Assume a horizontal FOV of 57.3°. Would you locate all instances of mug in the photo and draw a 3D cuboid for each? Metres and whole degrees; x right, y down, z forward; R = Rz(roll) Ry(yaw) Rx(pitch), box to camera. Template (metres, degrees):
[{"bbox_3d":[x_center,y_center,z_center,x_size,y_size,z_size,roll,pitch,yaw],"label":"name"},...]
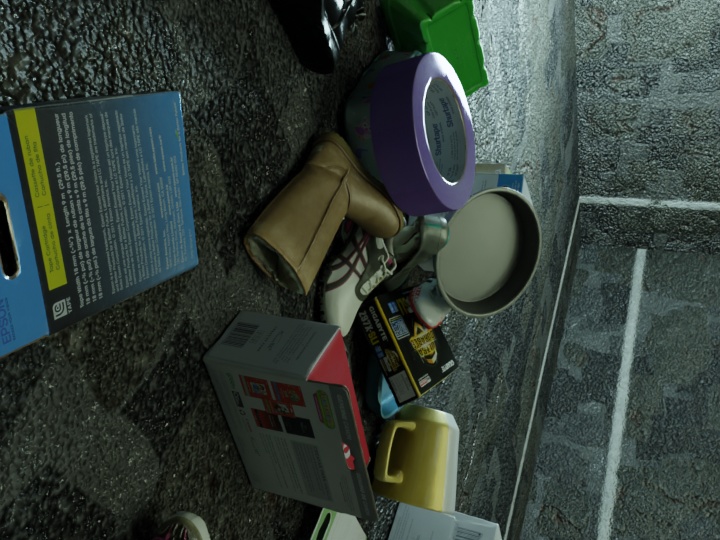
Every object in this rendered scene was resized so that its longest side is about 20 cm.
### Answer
[{"bbox_3d":[0.102,0.310,1.102,0.187,0.145,0.158,79,25,-75],"label":"mug"}]

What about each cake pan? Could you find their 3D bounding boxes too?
[{"bbox_3d":[0.191,-0.029,1.015,0.195,0.037,0.207,-8,109,-23],"label":"cake pan"}]

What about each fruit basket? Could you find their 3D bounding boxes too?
[{"bbox_3d":[0.117,-0.391,1.057,0.220,0.153,0.216,61,-2,4],"label":"fruit basket"}]

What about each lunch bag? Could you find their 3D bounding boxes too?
[{"bbox_3d":[0.050,-0.219,0.977,0.202,0.075,0.163,-61,146,-40],"label":"lunch bag"}]

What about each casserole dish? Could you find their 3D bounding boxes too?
[{"bbox_3d":[0.056,0.174,1.122,0.199,0.038,0.125,-14,107,-65],"label":"casserole dish"}]

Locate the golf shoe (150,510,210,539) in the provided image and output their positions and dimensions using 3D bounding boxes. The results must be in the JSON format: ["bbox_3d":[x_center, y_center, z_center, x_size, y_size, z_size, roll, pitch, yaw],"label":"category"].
[{"bbox_3d":[-0.162,0.305,0.651,0.092,0.070,0.205,-54,151,-57],"label":"golf shoe"}]

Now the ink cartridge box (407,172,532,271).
[{"bbox_3d":[0.196,-0.079,1.183,0.144,0.194,0.152,39,61,-63],"label":"ink cartridge box"}]

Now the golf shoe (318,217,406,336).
[{"bbox_3d":[0.000,0.000,0.910,0.077,0.086,0.206,45,56,-60],"label":"golf shoe"}]

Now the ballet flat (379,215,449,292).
[{"bbox_3d":[0.059,-0.028,0.989,0.062,0.200,0.069,9,62,-26],"label":"ballet flat"}]

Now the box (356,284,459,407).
[{"bbox_3d":[0.080,0.114,1.064,0.163,0.049,0.199,64,25,8],"label":"box"}]

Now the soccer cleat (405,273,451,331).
[{"bbox_3d":[0.131,0.036,1.077,0.069,0.085,0.200,51,22,2],"label":"soccer cleat"}]

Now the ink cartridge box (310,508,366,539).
[{"bbox_3d":[-0.053,0.398,0.925,0.203,0.047,0.148,70,35,-43],"label":"ink cartridge box"}]

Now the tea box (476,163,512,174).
[{"bbox_3d":[0.248,-0.095,1.367,0.196,0.130,0.207,28,70,-64],"label":"tea box"}]

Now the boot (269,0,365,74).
[{"bbox_3d":[-0.041,-0.351,0.761,0.199,0.071,0.166,65,41,-59],"label":"boot"}]

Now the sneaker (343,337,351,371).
[{"bbox_3d":[-0.044,0.174,0.888,0.079,0.073,0.206,-46,143,-70],"label":"sneaker"}]

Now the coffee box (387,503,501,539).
[{"bbox_3d":[0.154,0.585,1.235,0.202,0.195,0.201,-63,148,-36],"label":"coffee box"}]

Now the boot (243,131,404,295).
[{"bbox_3d":[-0.038,-0.047,0.805,0.175,0.065,0.203,44,48,-20],"label":"boot"}]

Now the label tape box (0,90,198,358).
[{"bbox_3d":[-0.208,-0.046,0.475,0.199,0.062,0.149,-34,126,-59],"label":"label tape box"}]

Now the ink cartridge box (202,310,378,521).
[{"bbox_3d":[-0.056,0.159,0.719,0.084,0.171,0.205,-53,141,-46],"label":"ink cartridge box"}]

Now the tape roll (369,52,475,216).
[{"bbox_3d":[0.088,-0.179,0.879,0.198,0.064,0.207,18,69,-57],"label":"tape roll"}]
